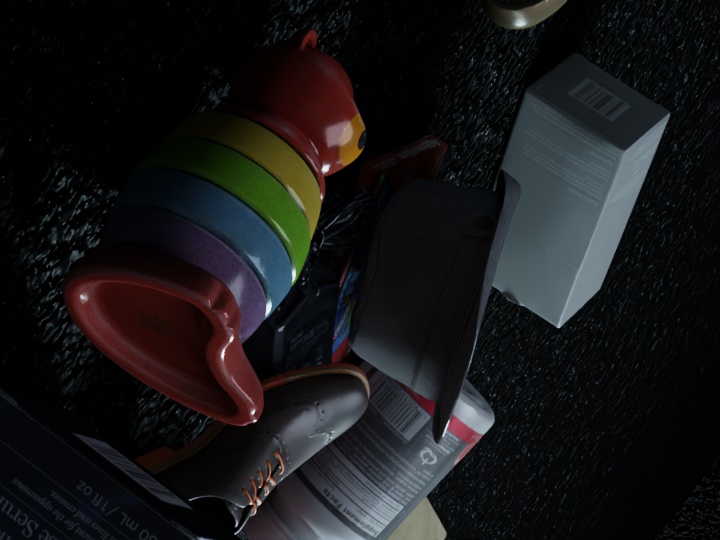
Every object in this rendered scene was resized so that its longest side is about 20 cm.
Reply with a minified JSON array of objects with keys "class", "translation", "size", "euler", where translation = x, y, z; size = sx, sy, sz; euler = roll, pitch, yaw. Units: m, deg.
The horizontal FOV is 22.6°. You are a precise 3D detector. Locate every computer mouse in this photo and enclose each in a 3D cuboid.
[{"class":"computer mouse","translation":[-0.053,0.043,1.225],"size":[0.138,0.052,0.202],"euler":[-31,137,-54]}]

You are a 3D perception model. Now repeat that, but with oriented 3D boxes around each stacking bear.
[{"class":"stacking bear","translation":[-0.064,-0.040,0.973],"size":[0.201,0.113,0.122],"euler":[-59,156,-30]}]

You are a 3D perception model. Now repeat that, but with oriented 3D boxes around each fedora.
[{"class":"fedora","translation":[0.045,0.011,1.258],"size":[0.177,0.089,0.201],"euler":[104,5,-57]}]

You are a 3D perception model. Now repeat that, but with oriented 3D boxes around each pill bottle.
[{"class":"pill bottle","translation":[0.001,0.149,1.399],"size":[0.200,0.111,0.111],"euler":[-47,162,6]}]

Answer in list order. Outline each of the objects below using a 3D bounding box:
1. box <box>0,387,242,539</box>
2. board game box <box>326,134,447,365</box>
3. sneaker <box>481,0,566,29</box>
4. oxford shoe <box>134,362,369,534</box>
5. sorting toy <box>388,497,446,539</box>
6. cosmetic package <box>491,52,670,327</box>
[{"class":"box","translation":[-0.180,0.192,0.981],"size":[0.201,0.148,0.107],"euler":[-57,161,-2]},{"class":"board game box","translation":[0.000,0.000,1.327],"size":[0.103,0.019,0.201],"euler":[-30,146,-56]},{"class":"sneaker","translation":[0.155,-0.225,1.284],"size":[0.201,0.067,0.090],"euler":[-53,155,-24]},{"class":"oxford shoe","translation":[-0.072,0.131,1.161],"size":[0.199,0.073,0.072],"euler":[-32,130,-9]},{"class":"sorting toy","translation":[-0.015,0.284,1.652],"size":[0.200,0.069,0.200],"euler":[-54,161,-11]},{"class":"cosmetic package","translation":[0.172,-0.065,1.522],"size":[0.090,0.106,0.201],"euler":[-38,155,-42]}]
